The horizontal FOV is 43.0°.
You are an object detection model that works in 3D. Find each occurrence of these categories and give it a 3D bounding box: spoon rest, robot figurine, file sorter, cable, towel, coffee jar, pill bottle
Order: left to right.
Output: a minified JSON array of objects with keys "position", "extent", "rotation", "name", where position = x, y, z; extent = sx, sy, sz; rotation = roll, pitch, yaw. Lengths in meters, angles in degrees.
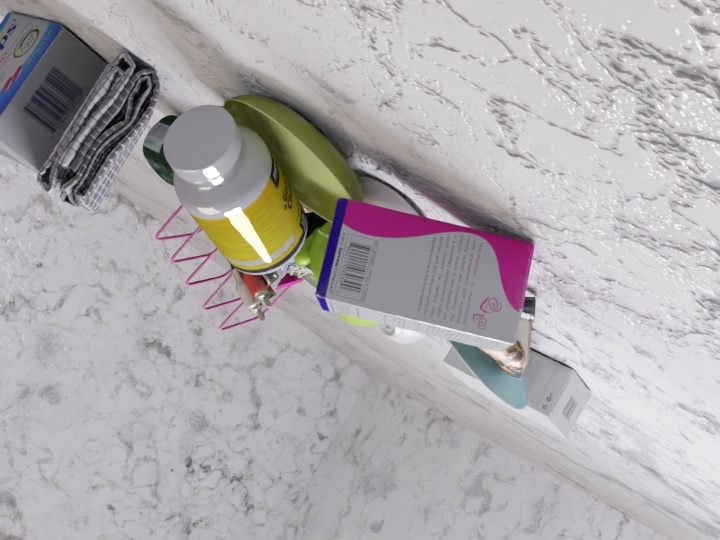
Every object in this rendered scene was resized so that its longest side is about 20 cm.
[{"position":[-0.340,-0.174,1.206],"extent":[0.085,0.202,0.165],"rotation":[33,173,-16],"name":"towel"},{"position":[-0.212,-0.146,1.285],"extent":[0.198,0.086,0.105],"rotation":[26,162,38],"name":"coffee jar"},{"position":[-0.218,-0.020,1.493],"extent":[0.201,0.125,0.138],"rotation":[53,-153,11],"name":"file sorter"},{"position":[-0.174,-0.026,1.214],"extent":[0.201,0.050,0.097],"rotation":[51,154,4],"name":"cable"},{"position":[-0.137,-0.087,1.003],"extent":[0.111,0.113,0.201],"rotation":[27,163,27],"name":"pill bottle"},{"position":[0.000,0.000,1.197],"extent":[0.173,0.117,0.200],"rotation":[18,163,18],"name":"robot figurine"},{"position":[0.052,-0.040,1.074],"extent":[0.099,0.061,0.201],"rotation":[22,153,45],"name":"spoon rest"},{"position":[0.085,0.071,1.384],"extent":[0.199,0.060,0.101],"rotation":[10,121,58],"name":"spoon rest"}]

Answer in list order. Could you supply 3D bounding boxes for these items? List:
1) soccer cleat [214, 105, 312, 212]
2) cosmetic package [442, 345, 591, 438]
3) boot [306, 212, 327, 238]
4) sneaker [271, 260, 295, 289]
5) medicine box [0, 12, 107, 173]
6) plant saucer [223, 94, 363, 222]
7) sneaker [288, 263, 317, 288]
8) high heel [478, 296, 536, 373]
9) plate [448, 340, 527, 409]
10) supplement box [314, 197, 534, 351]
[{"position":[-0.127,-0.133,1.126],"extent":[0.199,0.070,0.077],"rotation":[35,174,-35],"name":"soccer cleat"},{"position":[0.238,0.166,1.401],"extent":[0.198,0.086,0.108],"rotation":[27,170,37],"name":"cosmetic package"},{"position":[-0.033,-0.025,1.372],"extent":[0.199,0.070,0.174],"rotation":[20,164,48],"name":"boot"},{"position":[-0.120,-0.054,1.244],"extent":[0.077,0.085,0.201],"rotation":[44,159,18],"name":"sneaker"},{"position":[-0.481,-0.257,1.308],"extent":[0.199,0.184,0.103],"rotation":[23,167,44],"name":"medicine box"},{"position":[-0.066,-0.123,0.999],"extent":[0.199,0.031,0.200],"rotation":[38,167,10],"name":"plant saucer"},{"position":[-0.128,-0.022,1.421],"extent":[0.200,0.090,0.067],"rotation":[44,141,-7],"name":"sneaker"},{"position":[0.142,0.073,1.135],"extent":[0.140,0.073,0.201],"rotation":[6,153,9],"name":"high heel"},{"position":[0.171,0.100,1.254],"extent":[0.200,0.026,0.201],"rotation":[43,-159,-20],"name":"plate"},{"position":[0.064,0.008,0.918],"extent":[0.196,0.103,0.103],"rotation":[14,170,4],"name":"supplement box"}]
